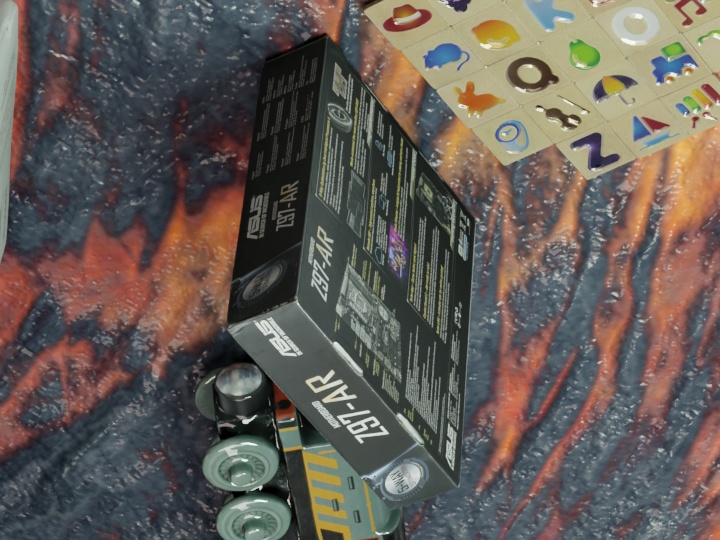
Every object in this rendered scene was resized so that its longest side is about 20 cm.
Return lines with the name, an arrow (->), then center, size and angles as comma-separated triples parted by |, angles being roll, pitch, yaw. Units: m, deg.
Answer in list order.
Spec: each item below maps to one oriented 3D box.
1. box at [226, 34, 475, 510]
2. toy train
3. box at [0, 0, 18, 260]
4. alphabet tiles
box -> 0.000, 0.000, 1.430 | 0.044, 0.200, 0.160 | -21, 131, 25
toy train -> -0.034, 0.126, 1.659 | 0.114, 0.085, 0.200 | -10, 134, -1
box -> -0.282, -0.025, 1.438 | 0.171, 0.199, 0.200 | 8, 135, -2
alphabet tiles -> 0.107, -0.127, 1.425 | 0.166, 0.006, 0.200 | -24, 129, 28
